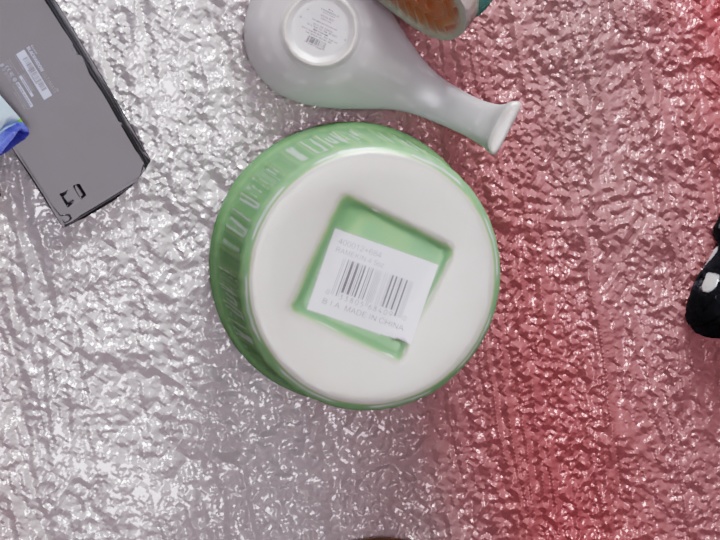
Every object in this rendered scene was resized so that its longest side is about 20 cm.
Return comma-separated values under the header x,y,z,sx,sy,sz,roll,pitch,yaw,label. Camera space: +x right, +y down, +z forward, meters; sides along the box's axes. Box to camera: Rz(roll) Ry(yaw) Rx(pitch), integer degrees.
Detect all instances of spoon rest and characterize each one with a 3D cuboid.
x,y,z,sx,sy,sz,roll,pitch,yaw,label
0.013,-0.141,1.163,0.199,0.061,0.100,29,90,0,spoon rest

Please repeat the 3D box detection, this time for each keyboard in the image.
x,y,z,sx,sy,sz,roll,pitch,yaw,label
-0.241,-0.119,1.128,0.127,0.021,0.201,-32,101,-7,keyboard

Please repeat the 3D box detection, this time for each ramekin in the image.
x,y,z,sx,sy,sz,roll,pitch,yaw,label
0.000,0.000,1.149,0.199,0.098,0.201,-1,98,-11,ramekin

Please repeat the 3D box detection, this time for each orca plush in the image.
x,y,z,sx,sy,sz,roll,pitch,yaw,label
0.331,-0.014,1.226,0.199,0.071,0.106,-22,101,-7,orca plush

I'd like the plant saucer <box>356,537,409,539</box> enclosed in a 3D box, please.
x,y,z,sx,sy,sz,roll,pitch,yaw,label
0.014,0.297,1.224,0.199,0.037,0.202,-1,97,-11,plant saucer

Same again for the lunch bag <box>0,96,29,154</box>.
x,y,z,sx,sy,sz,roll,pitch,yaw,label
-0.340,-0.088,1.060,0.200,0.128,0.170,-33,102,25,lunch bag

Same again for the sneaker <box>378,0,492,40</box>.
x,y,z,sx,sy,sz,roll,pitch,yaw,label
0.011,-0.244,1.141,0.200,0.071,0.080,41,54,-2,sneaker
